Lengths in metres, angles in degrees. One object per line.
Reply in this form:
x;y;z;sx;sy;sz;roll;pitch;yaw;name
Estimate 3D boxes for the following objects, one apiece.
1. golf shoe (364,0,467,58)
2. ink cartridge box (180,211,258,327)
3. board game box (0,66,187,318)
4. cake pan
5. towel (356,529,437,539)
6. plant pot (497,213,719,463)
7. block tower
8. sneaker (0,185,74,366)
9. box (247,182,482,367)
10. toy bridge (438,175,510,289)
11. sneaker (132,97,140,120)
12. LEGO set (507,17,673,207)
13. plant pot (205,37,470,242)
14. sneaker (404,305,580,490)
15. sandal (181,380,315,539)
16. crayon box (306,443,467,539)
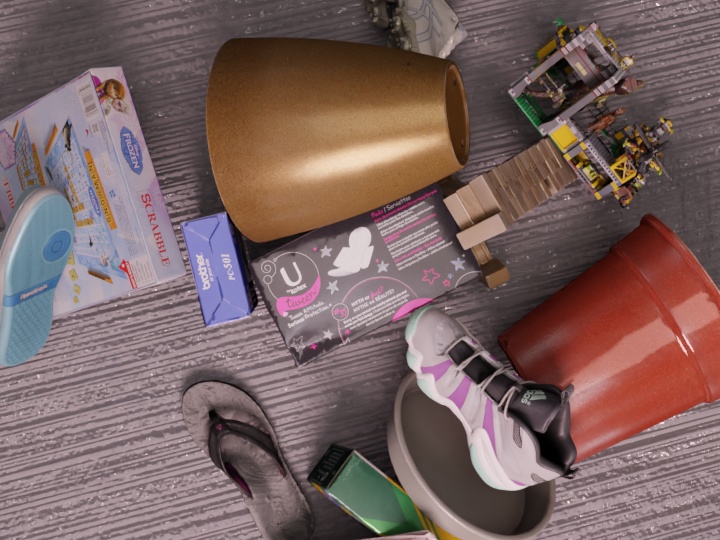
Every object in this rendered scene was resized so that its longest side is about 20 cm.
0.067;-0.232;1.059;0.097;0.078;0.201;2;57;-18;golf shoe
-0.131;-0.002;1.010;0.044;0.200;0.095;-13;91;-3;ink cartridge box
-0.270;-0.066;1.015;0.199;0.041;0.201;-15;93;39;board game box
0.107;0.183;1.057;0.200;0.200;0.037;40;127;-5;cake pan
0.034;0.343;1.037;0.190;0.032;0.201;-18;113;35;towel
0.255;0.079;1.063;0.195;0.201;0.201;-31;93;3;plant pot
0.157;-0.086;1.051;0.200;0.054;0.058;-34;94;-49;block tower
-0.347;-0.018;1.012;0.130;0.079;0.201;38;122;22;sneaker
0.000;0.000;1.058;0.199;0.132;0.115;-26;89;-5;box
0.098;-0.078;1.094;0.027;0.067;0.201;-28;114;-4;toy bridge
-0.255;-0.085;1.057;0.073;0.082;0.201;-1;91;-5;sneaker
0.253;-0.175;1.063;0.154;0.116;0.201;-32;88;-48;LEGO set
-0.009;-0.125;0.951;0.199;0.186;0.188;-4;91;19;plant pot
0.134;0.108;0.967;0.078;0.140;0.200;-42;103;-34;sneaker
-0.110;0.196;1.090;0.075;0.048;0.201;-35;94;-4;sandal
0.045;0.256;1.064;0.200;0.126;0.052;39;78;-5;crayon box
